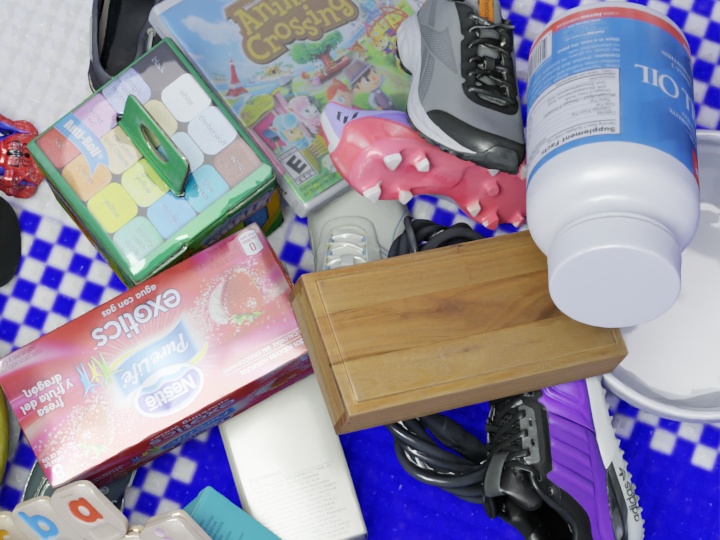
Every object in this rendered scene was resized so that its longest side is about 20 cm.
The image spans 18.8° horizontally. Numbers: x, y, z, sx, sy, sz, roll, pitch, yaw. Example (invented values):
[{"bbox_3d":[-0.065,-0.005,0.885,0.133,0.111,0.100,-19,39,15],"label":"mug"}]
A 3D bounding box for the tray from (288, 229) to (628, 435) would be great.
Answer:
[{"bbox_3d":[0.064,0.034,1.392,0.199,0.037,0.099,-11,68,-23],"label":"tray"}]

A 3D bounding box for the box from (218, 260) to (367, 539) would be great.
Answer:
[{"bbox_3d":[-0.060,0.102,1.509,0.082,0.068,0.201,-16,79,-2],"label":"box"}]

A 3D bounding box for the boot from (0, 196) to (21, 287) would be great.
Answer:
[{"bbox_3d":[-0.355,-0.024,1.515,0.173,0.200,0.070,2,90,32],"label":"boot"}]

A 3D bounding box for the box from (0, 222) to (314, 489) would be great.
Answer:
[{"bbox_3d":[-0.128,0.062,1.433,0.199,0.100,0.096,-28,80,-2],"label":"box"}]

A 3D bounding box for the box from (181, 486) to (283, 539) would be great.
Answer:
[{"bbox_3d":[-0.050,0.233,1.446,0.200,0.082,0.049,37,48,-9],"label":"box"}]

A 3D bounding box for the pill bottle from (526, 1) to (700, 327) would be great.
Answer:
[{"bbox_3d":[0.162,-0.066,1.392,0.111,0.113,0.201,3,52,1],"label":"pill bottle"}]

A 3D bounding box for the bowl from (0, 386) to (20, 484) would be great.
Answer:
[{"bbox_3d":[-0.297,0.103,1.479,0.107,0.200,0.201,-11,75,-46],"label":"bowl"}]

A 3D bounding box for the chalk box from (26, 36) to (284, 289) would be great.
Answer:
[{"bbox_3d":[-0.138,-0.063,1.473,0.124,0.200,0.125,-38,81,-6],"label":"chalk box"}]

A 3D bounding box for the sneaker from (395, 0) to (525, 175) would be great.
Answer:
[{"bbox_3d":[0.073,-0.137,1.466,0.074,0.201,0.080,17,123,-24],"label":"sneaker"}]

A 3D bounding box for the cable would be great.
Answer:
[{"bbox_3d":[0.065,0.058,1.493,0.163,0.051,0.201,-30,96,-35],"label":"cable"}]

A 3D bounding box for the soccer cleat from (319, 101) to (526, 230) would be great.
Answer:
[{"bbox_3d":[0.057,-0.078,1.504,0.067,0.199,0.077,-55,51,28],"label":"soccer cleat"}]

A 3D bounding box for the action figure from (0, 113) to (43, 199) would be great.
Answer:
[{"bbox_3d":[-0.299,-0.084,1.533,0.199,0.099,0.066,0,80,-3],"label":"action figure"}]

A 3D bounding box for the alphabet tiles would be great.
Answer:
[{"bbox_3d":[-0.155,0.215,1.432,0.196,0.199,0.015,48,42,-22],"label":"alphabet tiles"}]

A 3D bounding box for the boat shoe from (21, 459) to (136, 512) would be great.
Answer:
[{"bbox_3d":[-0.186,0.125,1.508,0.072,0.062,0.201,25,80,5],"label":"boat shoe"}]

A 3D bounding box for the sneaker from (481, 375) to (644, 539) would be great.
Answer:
[{"bbox_3d":[0.115,0.115,1.435,0.099,0.069,0.201,-23,90,-39],"label":"sneaker"}]

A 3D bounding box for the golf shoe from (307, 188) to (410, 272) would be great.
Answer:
[{"bbox_3d":[0.000,0.000,1.513,0.078,0.097,0.201,-9,77,5],"label":"golf shoe"}]

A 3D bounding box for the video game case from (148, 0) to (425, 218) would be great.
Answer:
[{"bbox_3d":[-0.021,-0.157,1.545,0.200,0.022,0.182,-33,80,-28],"label":"video game case"}]

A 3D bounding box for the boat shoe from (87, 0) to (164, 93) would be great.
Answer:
[{"bbox_3d":[-0.155,-0.216,1.571,0.072,0.063,0.201,11,79,2],"label":"boat shoe"}]

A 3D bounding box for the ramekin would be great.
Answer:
[{"bbox_3d":[0.230,0.011,1.507,0.199,0.105,0.202,0,79,-1],"label":"ramekin"}]
